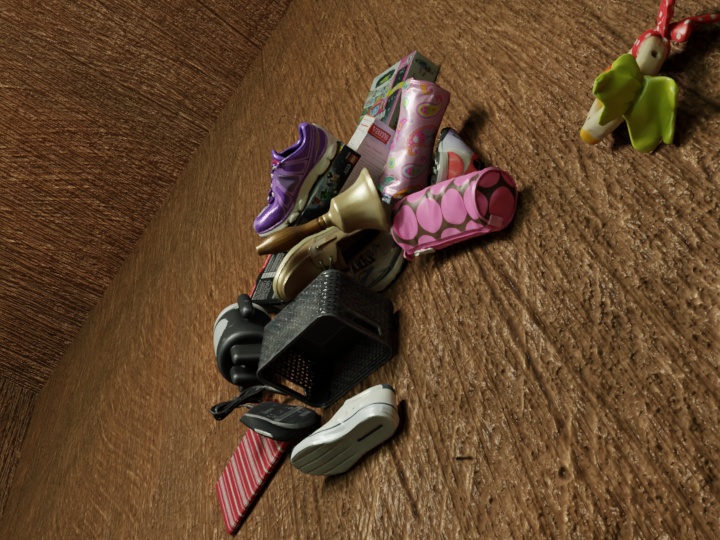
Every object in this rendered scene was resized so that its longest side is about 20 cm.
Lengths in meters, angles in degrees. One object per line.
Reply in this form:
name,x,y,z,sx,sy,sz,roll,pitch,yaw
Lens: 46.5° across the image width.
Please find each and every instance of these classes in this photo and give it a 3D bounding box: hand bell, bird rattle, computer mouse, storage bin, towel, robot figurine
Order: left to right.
robot figurine,-0.218,0.141,1.589,0.150,0.124,0.200,-47,26,9
towel,-0.183,0.330,1.434,0.201,0.022,0.145,-59,25,8
computer mouse,-0.137,0.239,1.387,0.198,0.140,0.047,4,105,30
hand bell,-0.065,-0.070,1.262,0.198,0.105,0.104,-22,28,-1
storage bin,-0.054,0.108,1.280,0.200,0.134,0.094,-42,29,35
bird rattle,0.317,-0.233,0.980,0.202,0.112,0.163,-68,8,-24

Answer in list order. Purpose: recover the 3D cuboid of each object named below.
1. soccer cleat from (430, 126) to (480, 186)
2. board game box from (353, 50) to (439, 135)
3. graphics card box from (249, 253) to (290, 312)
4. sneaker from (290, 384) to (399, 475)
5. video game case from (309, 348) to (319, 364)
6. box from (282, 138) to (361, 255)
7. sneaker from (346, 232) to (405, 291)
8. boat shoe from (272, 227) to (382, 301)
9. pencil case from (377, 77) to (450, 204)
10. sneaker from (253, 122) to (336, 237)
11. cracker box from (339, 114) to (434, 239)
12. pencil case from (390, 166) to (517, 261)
soccer cleat,0.150,-0.170,1.296,0.200,0.072,0.069,-74,-7,-65
board game box,0.060,-0.303,1.615,0.147,0.064,0.202,-20,47,57
graphics card box,-0.154,0.020,1.692,0.199,0.051,0.127,-9,55,62
sneaker,-0.018,0.226,1.175,0.199,0.073,0.071,-33,25,31
video game case,-0.095,0.062,1.451,0.201,0.018,0.145,-111,18,-56
box,-0.084,-0.128,1.399,0.201,0.037,0.137,-58,25,6
sneaker,0.000,0.000,1.361,0.201,0.085,0.077,-51,25,19
boat shoe,-0.051,-0.022,1.303,0.200,0.072,0.064,-43,43,-18
pencil case,0.084,-0.206,1.359,0.087,0.086,0.203,-139,63,-66
sneaker,-0.121,-0.148,1.345,0.201,0.083,0.081,-59,26,7
cracker box,0.017,-0.143,1.429,0.201,0.133,0.058,-58,24,4
pencil case,0.130,-0.077,1.187,0.199,0.090,0.095,-20,51,54
